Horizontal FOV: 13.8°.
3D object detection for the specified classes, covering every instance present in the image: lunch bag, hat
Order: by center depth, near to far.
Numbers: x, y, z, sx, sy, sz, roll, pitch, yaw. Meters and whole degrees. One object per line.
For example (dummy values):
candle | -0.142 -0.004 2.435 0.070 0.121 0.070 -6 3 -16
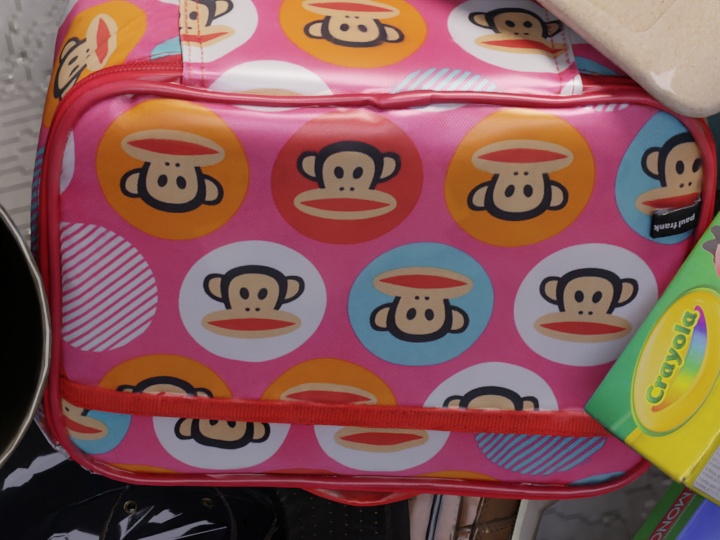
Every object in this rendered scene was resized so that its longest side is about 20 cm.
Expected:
lunch bag | 0.000 0.000 0.891 0.198 0.082 0.177 2 127 -5
hat | -0.074 0.112 0.989 0.199 0.081 0.202 -7 57 10

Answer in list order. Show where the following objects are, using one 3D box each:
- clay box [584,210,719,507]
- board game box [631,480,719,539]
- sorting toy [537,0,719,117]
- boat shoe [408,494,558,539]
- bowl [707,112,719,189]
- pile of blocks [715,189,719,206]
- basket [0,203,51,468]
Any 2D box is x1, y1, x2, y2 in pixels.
clay box | 0.161 -0.015 0.875 0.201 0.048 0.115 -56 143 2
board game box | 0.135 0.131 0.957 0.135 0.029 0.200 45 70 -19
sorting toy | 0.084 -0.166 0.861 0.200 0.036 0.185 42 83 17
boat shoe | 0.024 0.097 1.013 0.068 0.072 0.201 18 88 -4
bowl | 0.099 -0.130 0.930 0.199 0.105 0.202 -1 86 11
pile of blocks | 0.199 -0.084 0.983 0.199 0.082 0.062 -34 113 1
basket | -0.184 -0.001 0.906 0.179 0.200 0.137 7 98 -7
